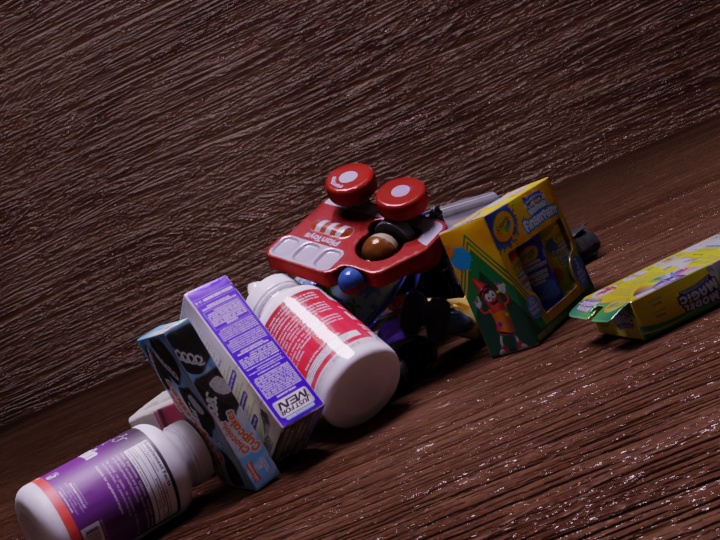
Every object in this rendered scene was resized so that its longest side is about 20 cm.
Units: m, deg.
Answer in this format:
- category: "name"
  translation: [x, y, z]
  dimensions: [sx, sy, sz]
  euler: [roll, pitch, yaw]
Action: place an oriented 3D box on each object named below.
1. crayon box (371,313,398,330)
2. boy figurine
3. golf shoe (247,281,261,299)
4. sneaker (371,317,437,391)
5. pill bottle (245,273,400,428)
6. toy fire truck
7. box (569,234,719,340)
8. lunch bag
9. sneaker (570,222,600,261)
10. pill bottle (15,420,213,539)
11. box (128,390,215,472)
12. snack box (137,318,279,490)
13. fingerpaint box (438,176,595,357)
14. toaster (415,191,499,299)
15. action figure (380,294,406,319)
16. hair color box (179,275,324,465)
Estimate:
- category: "crayon box"
  translation: [-0.037, 0.136, 1.501]
  dimensions: [0.199, 0.058, 0.119]
  euler: [-22, 5, 25]
- category: "boy figurine"
  translation: [0.137, 0.059, 1.309]
  dimensions: [0.124, 0.065, 0.200]
  euler: [15, 10, 34]
- category: "golf shoe"
  translation: [-0.107, 0.076, 1.397]
  dimensions: [0.077, 0.088, 0.200]
  euler: [-21, -20, 3]
- category: "sneaker"
  translation: [0.058, 0.110, 1.289]
  dimensions: [0.099, 0.070, 0.200]
  euler: [-18, 13, 22]
- category: "pill bottle"
  translation: [-0.053, 0.089, 1.187]
  dimensions: [0.112, 0.113, 0.200]
  euler: [-26, 45, -27]
- category: "toy fire truck"
  translation: [0.001, -0.034, 1.239]
  dimensions: [0.199, 0.112, 0.168]
  euler: [19, 51, 36]
- category: "box"
  translation: [0.325, 0.020, 1.032]
  dimensions: [0.199, 0.049, 0.117]
  euler: [-22, 4, -9]
- category: "lunch bag"
  translation: [0.000, 0.000, 1.426]
  dimensions: [0.200, 0.127, 0.170]
  euler: [-53, 13, -23]
- category: "sneaker"
  translation: [0.328, -0.033, 1.551]
  dimensions: [0.104, 0.060, 0.200]
  euler: [-28, 0, 7]
- category: "pill bottle"
  translation: [-0.265, 0.244, 1.086]
  dimensions: [0.200, 0.113, 0.112]
  euler: [-27, 5, -35]
- category: "box"
  translation: [-0.174, 0.188, 1.285]
  dimensions: [0.199, 0.109, 0.128]
  euler: [-23, 5, 13]
- category: "snack box"
  translation: [-0.173, 0.151, 1.111]
  dimensions: [0.037, 0.200, 0.116]
  euler: [-33, 7, -26]
- category: "fingerpaint box"
  translation: [0.203, -0.009, 1.243]
  dimensions: [0.073, 0.167, 0.200]
  euler: [-21, 5, 37]
- category: "toaster"
  translation: [0.148, -0.015, 1.482]
  dimensions: [0.118, 0.182, 0.200]
  euler: [-21, 2, -19]
- category: "action figure"
  translation: [0.046, 0.055, 1.591]
  dimensions: [0.099, 0.066, 0.200]
  euler: [-8, -9, 15]
- category: "hair color box"
  translation: [-0.131, 0.117, 1.141]
  dimensions: [0.065, 0.200, 0.109]
  euler: [-25, -25, -31]
